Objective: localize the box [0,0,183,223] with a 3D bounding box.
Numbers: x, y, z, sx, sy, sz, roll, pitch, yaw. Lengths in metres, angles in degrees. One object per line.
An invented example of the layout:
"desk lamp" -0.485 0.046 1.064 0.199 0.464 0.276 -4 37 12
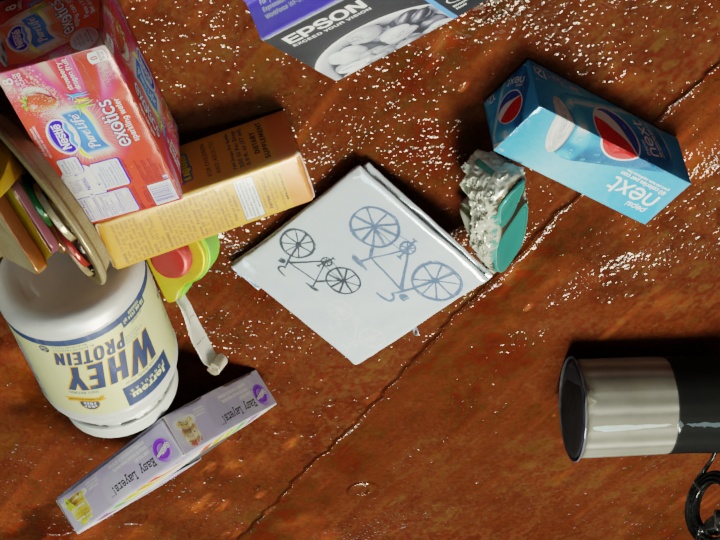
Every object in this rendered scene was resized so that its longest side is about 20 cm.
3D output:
"box" -0.230 -0.144 1.433 0.099 0.096 0.201 -15 140 6

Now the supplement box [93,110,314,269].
"supplement box" -0.148 -0.074 1.530 0.198 0.067 0.069 -21 139 0

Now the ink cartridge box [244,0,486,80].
"ink cartridge box" 0.015 -0.234 1.351 0.197 0.044 0.200 -25 162 20

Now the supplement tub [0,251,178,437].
"supplement tub" -0.260 0.057 1.628 0.144 0.146 0.201 -11 140 3

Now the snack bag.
"snack bag" 0.000 0.000 1.669 0.188 0.022 0.200 39 125 -23

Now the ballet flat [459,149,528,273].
"ballet flat" 0.126 -0.063 1.611 0.071 0.072 0.200 -8 158 0

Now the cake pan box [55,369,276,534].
"cake pan box" -0.205 0.191 1.791 0.184 0.053 0.200 -35 175 29

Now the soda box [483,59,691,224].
"soda box" 0.213 -0.119 1.564 0.199 0.065 0.068 22 132 -32

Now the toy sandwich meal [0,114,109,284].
"toy sandwich meal" -0.299 -0.054 1.462 0.070 0.205 0.206 -38 141 -13

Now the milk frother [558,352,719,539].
"milk frother" 0.326 0.203 1.859 0.186 0.201 0.181 -2 144 -7

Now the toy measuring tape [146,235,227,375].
"toy measuring tape" -0.156 0.008 1.614 0.073 0.074 0.201 -19 111 13
